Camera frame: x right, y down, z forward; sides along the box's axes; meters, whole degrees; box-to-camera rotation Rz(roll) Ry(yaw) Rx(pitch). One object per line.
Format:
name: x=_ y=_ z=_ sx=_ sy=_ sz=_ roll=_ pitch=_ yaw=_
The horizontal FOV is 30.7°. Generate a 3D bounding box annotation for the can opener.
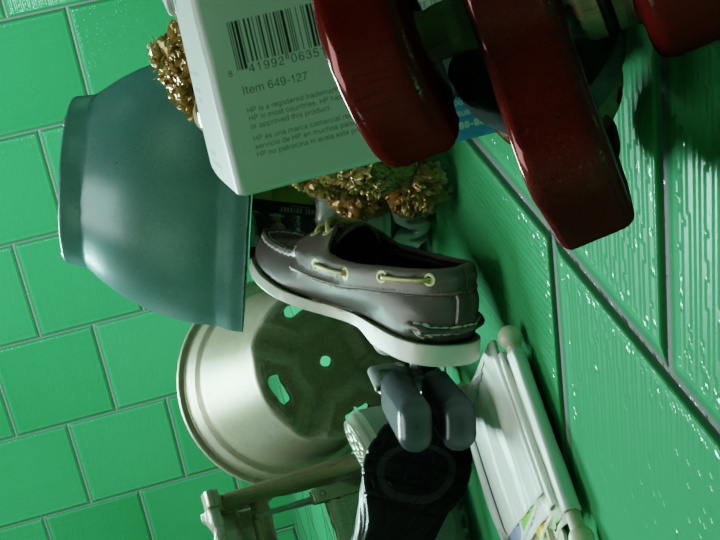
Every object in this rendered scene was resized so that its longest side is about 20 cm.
can opener: x=0.036 y=0.070 z=0.846 sx=0.200 sy=0.052 sz=0.067 roll=-112 pitch=20 yaw=-80

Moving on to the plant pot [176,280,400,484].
plant pot: x=-0.053 y=0.092 z=1.183 sx=0.183 sy=0.198 sz=0.203 roll=151 pitch=105 yaw=-70

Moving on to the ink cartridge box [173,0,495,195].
ink cartridge box: x=-0.018 y=-0.155 z=0.608 sx=0.145 sy=0.146 sz=0.202 roll=-139 pitch=36 yaw=-76

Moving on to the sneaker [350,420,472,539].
sneaker: x=0.019 y=0.185 z=0.901 sx=0.091 sy=0.075 sz=0.201 roll=111 pitch=-178 yaw=-56

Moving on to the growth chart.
growth chart: x=0.090 y=0.115 z=0.768 sx=0.200 sy=0.018 sz=0.146 roll=103 pitch=151 yaw=-72

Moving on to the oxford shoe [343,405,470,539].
oxford shoe: x=0.057 y=0.187 z=0.998 sx=0.201 sy=0.057 sz=0.075 roll=62 pitch=165 yaw=-1

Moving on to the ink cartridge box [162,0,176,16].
ink cartridge box: x=-0.073 y=-0.262 z=0.804 sx=0.200 sy=0.145 sz=0.148 roll=-121 pitch=19 yaw=-61

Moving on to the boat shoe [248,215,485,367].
boat shoe: x=0.000 y=0.000 z=0.802 sx=0.199 sy=0.071 sz=0.060 roll=25 pitch=116 yaw=49

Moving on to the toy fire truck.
toy fire truck: x=0.053 y=-0.101 z=0.440 sx=0.168 sy=0.111 sz=0.202 roll=35 pitch=-144 yaw=-65

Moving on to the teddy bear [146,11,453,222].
teddy bear: x=-0.035 y=-0.078 z=0.764 sx=0.144 sy=0.067 sz=0.200 roll=15 pitch=162 yaw=34

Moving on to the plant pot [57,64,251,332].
plant pot: x=-0.144 y=-0.061 z=0.941 sx=0.200 sy=0.132 sz=0.203 roll=-176 pitch=90 yaw=-86

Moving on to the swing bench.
swing bench: x=-0.021 y=0.269 z=1.131 sx=0.130 sy=0.198 sz=0.201 roll=108 pitch=147 yaw=-75

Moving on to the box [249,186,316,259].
box: x=-0.038 y=-0.100 z=0.927 sx=0.050 sy=0.074 sz=0.202 roll=-86 pitch=3 yaw=-56

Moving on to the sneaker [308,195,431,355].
sneaker: x=0.005 y=-0.004 z=0.937 sx=0.201 sy=0.080 sz=0.076 roll=85 pitch=166 yaw=-52
